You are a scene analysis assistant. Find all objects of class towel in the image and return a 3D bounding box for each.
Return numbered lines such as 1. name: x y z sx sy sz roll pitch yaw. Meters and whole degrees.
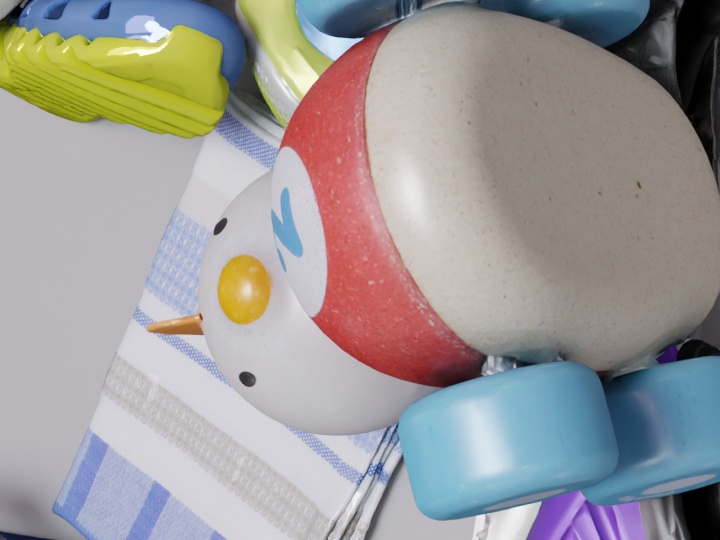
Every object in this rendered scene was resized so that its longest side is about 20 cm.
1. towel: -0.040 0.043 0.962 0.147 0.024 0.201 33 106 33

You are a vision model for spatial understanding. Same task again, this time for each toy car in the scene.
1. toy car: 0.000 0.000 0.791 0.199 0.176 0.186 -22 76 34

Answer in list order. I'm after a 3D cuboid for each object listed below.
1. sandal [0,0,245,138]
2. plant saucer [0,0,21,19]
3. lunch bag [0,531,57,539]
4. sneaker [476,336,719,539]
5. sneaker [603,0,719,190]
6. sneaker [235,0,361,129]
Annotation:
1. sandal: -0.098 -0.103 0.951 0.200 0.079 0.088 18 83 61
2. plant saucer: -0.137 -0.188 0.968 0.200 0.050 0.201 -41 34 35
3. lunch bag: -0.199 0.153 0.996 0.199 0.136 0.133 2 88 35
4. sneaker: 0.089 0.118 0.838 0.099 0.069 0.201 20 99 32
5. sneaker: 0.089 -0.105 0.862 0.104 0.060 0.201 6 89 28
6. sneaker: -0.010 -0.147 0.936 0.105 0.076 0.201 -26 71 11
